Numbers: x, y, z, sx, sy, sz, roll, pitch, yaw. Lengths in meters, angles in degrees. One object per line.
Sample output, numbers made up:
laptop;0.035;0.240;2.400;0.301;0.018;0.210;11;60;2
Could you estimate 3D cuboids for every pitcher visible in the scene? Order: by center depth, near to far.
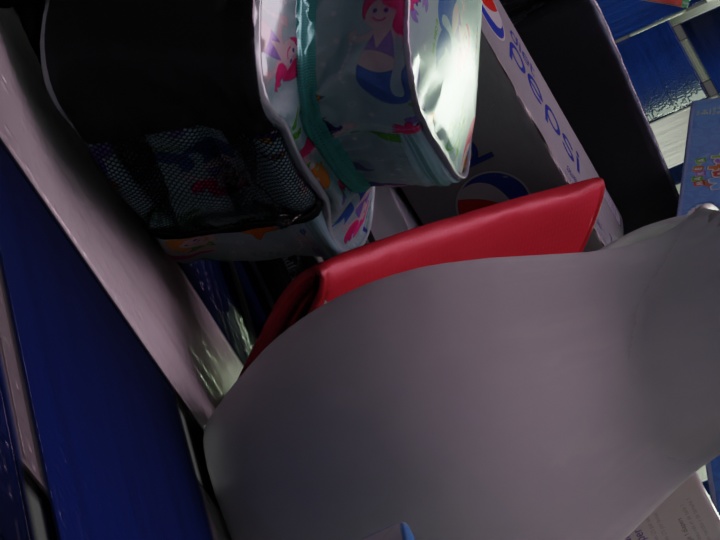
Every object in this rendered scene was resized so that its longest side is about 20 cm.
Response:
pitcher;0.053;0.042;0.753;0.172;0.199;0.122;-97;162;-77

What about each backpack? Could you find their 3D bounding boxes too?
backpack;-0.032;-0.094;0.786;0.200;0.150;0.179;77;14;-69

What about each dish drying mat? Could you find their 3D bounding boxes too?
dish drying mat;0.029;0.010;0.855;0.018;0.077;0.200;39;31;24

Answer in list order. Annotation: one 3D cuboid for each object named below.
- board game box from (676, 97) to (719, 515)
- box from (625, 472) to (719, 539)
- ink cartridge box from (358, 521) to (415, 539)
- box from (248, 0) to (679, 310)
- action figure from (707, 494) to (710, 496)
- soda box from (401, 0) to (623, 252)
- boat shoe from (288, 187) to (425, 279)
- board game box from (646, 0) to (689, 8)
board game box;0.182;0.039;1.043;0.152;0.036;0.201;-70;151;-58
box;0.105;0.134;0.943;0.200;0.112;0.102;-110;175;-60
ink cartridge box;0.027;0.183;0.577;0.116;0.066;0.201;-103;168;-72
box;0.040;-0.054;1.106;0.197;0.199;0.118;-95;160;-79
action figure;0.097;0.091;1.096;0.200;0.070;0.130;35;-19;-23
soda box;0.041;-0.071;0.941;0.200;0.068;0.064;57;19;-24
boat shoe;-0.001;0.000;0.951;0.200;0.068;0.074;64;16;-1
board game box;0.052;-0.154;1.039;0.103;0.199;0.020;29;-70;52
